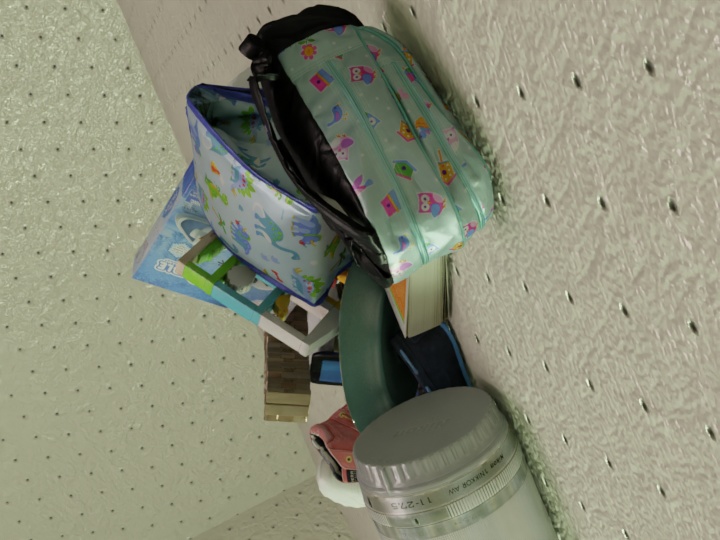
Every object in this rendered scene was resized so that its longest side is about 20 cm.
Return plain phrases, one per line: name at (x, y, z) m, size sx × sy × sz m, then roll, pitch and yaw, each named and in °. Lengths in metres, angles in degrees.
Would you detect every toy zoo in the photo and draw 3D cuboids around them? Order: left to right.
toy zoo at (-0.080, 0.014, 1.375) m, size 0.200 × 0.131 × 0.020 m, roll 32°, pitch 134°, yaw 10°

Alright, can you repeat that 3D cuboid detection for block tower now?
block tower at (-0.092, 0.111, 1.597) m, size 0.200 × 0.058 × 0.054 m, roll -93°, pitch 10°, yaw -58°

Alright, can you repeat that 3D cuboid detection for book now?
book at (0.035, -0.040, 1.212) m, size 0.200 × 0.048 × 0.134 m, roll 84°, pitch 162°, yaw -63°

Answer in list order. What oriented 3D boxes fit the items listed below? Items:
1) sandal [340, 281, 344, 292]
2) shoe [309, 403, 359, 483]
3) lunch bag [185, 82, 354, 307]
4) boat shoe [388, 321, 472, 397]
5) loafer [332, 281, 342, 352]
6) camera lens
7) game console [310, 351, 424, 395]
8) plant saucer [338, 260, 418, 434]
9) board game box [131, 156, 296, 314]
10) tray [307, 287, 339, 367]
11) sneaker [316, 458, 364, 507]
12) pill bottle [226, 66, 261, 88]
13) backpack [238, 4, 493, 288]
sandal at (0.000, 0.000, 1.455) m, size 0.082 × 0.055 × 0.200 m, roll -117°, pitch 7°, yaw -50°
shoe at (0.027, 0.215, 1.405) m, size 0.200 × 0.091 × 0.072 m, roll 42°, pitch 155°, yaw 42°
lunch bag at (-0.092, -0.087, 1.320) m, size 0.200 × 0.127 × 0.170 m, roll 28°, pitch 145°, yaw 19°
boat shoe at (0.081, 0.136, 1.347) m, size 0.200 × 0.069 × 0.084 m, roll 67°, pitch 170°, yaw -17°
loafer at (-0.013, 0.077, 1.713) m, size 0.076 × 0.067 × 0.200 m, roll 58°, pitch 169°, yaw 31°
camera lens at (0.095, 0.234, 1.249) m, size 0.200 × 0.160 × 0.160 m, roll 67°, pitch 170°, yaw -16°
game console at (0.027, 0.169, 1.588) m, size 0.171 × 0.118 × 0.200 m, roll 62°, pitch 171°, yaw 11°
plant saucer at (0.027, 0.079, 1.354) m, size 0.200 × 0.036 × 0.200 m, roll -4°, pitch -90°, yaw -70°
board game box at (-0.141, -0.030, 1.520) m, size 0.199 × 0.200 × 0.043 m, roll -51°, pitch 29°, yaw 44°
tray at (-0.059, 0.093, 1.680) m, size 0.200 × 0.022 × 0.107 m, roll 124°, pitch 159°, yaw -64°
sneaker at (0.044, 0.260, 1.588) m, size 0.080 × 0.200 × 0.076 m, roll 160°, pitch 119°, yaw -64°
pill bottle at (-0.109, -0.165, 1.462) m, size 0.111 × 0.111 × 0.200 m, roll 63°, pitch 171°, yaw 6°
backpack at (0.009, -0.091, 0.967) m, size 0.200 × 0.127 × 0.167 m, roll 58°, pitch -179°, yaw 26°
